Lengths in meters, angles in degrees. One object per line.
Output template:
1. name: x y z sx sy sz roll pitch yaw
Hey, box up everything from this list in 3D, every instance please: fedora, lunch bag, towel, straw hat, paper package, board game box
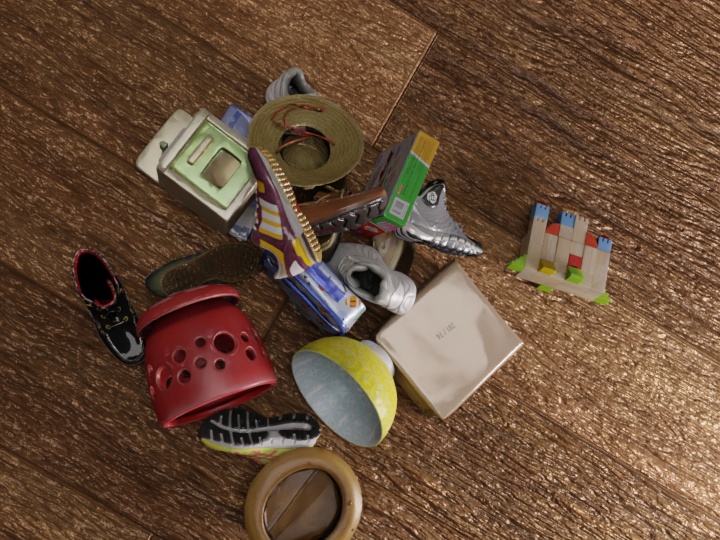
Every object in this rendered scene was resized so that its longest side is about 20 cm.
1. fedora: -0.097 0.384 1.684 0.198 0.082 0.204 1 86 -10
2. lunch bag: -0.085 0.021 1.696 0.200 0.160 0.076 45 78 -2
3. towel: -0.212 -0.168 1.769 0.146 0.024 0.202 30 77 -2
4. straw hat: -0.089 -0.184 1.659 0.198 0.086 0.203 2 53 -3
5. paper package: 0.141 0.121 1.750 0.200 0.103 0.191 -41 90 -13
6. board game box: 0.052 -0.139 1.718 0.040 0.200 0.155 26 80 -14

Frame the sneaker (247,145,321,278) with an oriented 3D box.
1. sneaker: -0.137 -0.085 1.540 0.089 0.075 0.202 -26 92 9

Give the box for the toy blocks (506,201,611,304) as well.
1. toy blocks: 0.363 -0.038 1.822 0.197 0.100 0.138 17 69 -6

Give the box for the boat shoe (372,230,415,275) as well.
1. boat shoe: 0.056 -0.044 1.780 0.064 0.072 0.203 15 83 23

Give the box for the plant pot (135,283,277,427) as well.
1. plant pot: -0.252 0.133 1.641 0.198 0.201 0.184 -20 77 -11

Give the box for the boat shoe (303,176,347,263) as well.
1. boat shoe: -0.061 -0.098 1.744 0.072 0.065 0.202 3 48 11

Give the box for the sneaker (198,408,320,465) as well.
1. sneaker: -0.168 0.285 1.686 0.197 0.091 0.079 7 39 -12

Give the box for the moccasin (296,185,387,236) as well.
1. moccasin: -0.055 -0.095 1.612 0.199 0.074 0.079 -19 67 10

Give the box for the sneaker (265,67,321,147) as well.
1. sneaker: -0.096 -0.251 1.735 0.077 0.099 0.202 -20 77 -29

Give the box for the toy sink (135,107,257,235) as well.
1. toy sink: -0.261 -0.178 1.695 0.199 0.112 0.131 37 76 0

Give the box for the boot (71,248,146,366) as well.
1. boot: -0.402 0.056 1.642 0.072 0.151 0.202 -22 87 -11

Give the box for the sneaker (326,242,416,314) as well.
1. sneaker: 0.000 0.000 1.705 0.099 0.199 0.079 17 99 -50

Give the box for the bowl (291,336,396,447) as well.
1. bowl: -0.007 0.177 1.686 0.201 0.200 0.108 49 60 0

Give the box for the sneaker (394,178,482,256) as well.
1. sneaker: 0.146 -0.093 1.756 0.199 0.074 0.117 15 81 -43

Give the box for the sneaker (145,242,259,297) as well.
1. sneaker: -0.270 -0.002 1.713 0.199 0.089 0.068 -21 102 -41
